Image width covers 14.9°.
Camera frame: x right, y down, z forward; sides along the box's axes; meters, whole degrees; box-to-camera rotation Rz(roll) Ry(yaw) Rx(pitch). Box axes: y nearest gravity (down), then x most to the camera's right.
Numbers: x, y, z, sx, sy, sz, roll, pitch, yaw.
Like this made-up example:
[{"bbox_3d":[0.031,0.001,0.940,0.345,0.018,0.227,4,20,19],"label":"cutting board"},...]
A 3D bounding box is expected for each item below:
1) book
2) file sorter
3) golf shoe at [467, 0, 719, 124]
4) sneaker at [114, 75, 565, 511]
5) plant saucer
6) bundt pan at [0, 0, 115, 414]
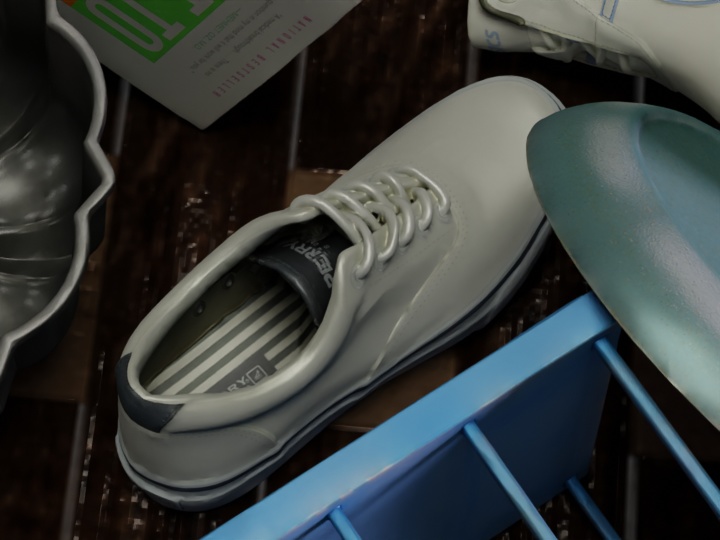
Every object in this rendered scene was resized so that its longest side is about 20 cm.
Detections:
[{"bbox_3d":[-0.100,-0.135,0.902,0.199,0.133,0.048,32,65,-15],"label":"book"},{"bbox_3d":[0.018,0.127,0.807,0.199,0.139,0.123,-31,70,-12],"label":"file sorter"},{"bbox_3d":[0.090,-0.092,0.969,0.097,0.078,0.200,-35,61,2],"label":"golf shoe"},{"bbox_3d":[0.000,0.000,0.911,0.073,0.071,0.200,39,70,18],"label":"sneaker"},{"bbox_3d":[0.135,0.014,0.847,0.027,0.200,0.200,-48,67,21],"label":"plant saucer"},{"bbox_3d":[-0.177,-0.021,0.915,0.200,0.076,0.203,-1,68,2],"label":"bundt pan"}]
